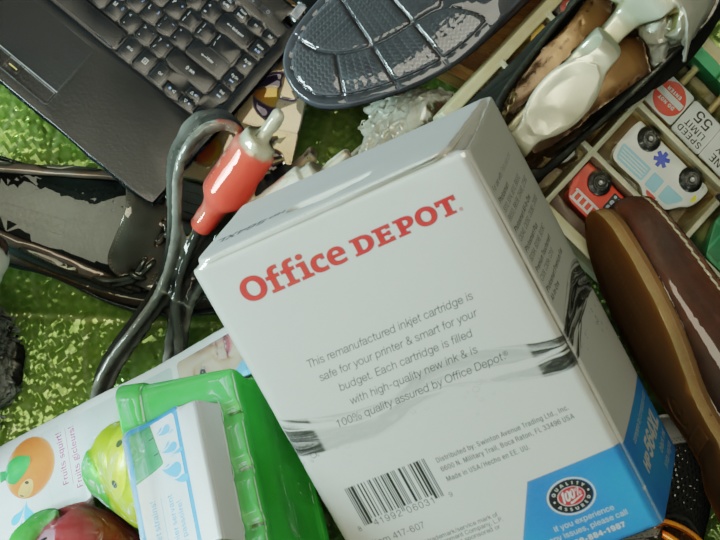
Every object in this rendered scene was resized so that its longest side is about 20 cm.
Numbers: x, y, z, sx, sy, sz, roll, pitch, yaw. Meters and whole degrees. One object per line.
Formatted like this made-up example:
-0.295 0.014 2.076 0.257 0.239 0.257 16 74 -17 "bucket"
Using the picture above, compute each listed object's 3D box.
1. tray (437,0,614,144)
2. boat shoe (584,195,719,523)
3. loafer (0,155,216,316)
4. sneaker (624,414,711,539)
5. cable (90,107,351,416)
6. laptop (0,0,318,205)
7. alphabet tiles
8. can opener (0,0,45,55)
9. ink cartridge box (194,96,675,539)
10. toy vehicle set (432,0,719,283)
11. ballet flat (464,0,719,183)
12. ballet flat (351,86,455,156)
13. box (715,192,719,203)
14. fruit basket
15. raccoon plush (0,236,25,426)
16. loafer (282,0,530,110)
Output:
0.057 -0.148 1.244 0.199 0.037 0.099 28 84 7 "tray"
0.177 0.050 1.141 0.070 0.070 0.201 -25 83 -11 "boat shoe"
-0.132 -0.020 1.223 0.198 0.063 0.072 10 84 6 "loafer"
0.134 0.166 1.151 0.078 0.077 0.201 28 74 -31 "sneaker"
-0.082 0.002 1.183 0.097 0.050 0.200 36 104 -19 "cable"
-0.108 -0.171 1.181 0.177 0.103 0.200 39 79 9 "laptop"
-0.064 -0.144 1.231 0.166 0.008 0.202 12 83 5 "alphabet tiles"
-0.226 -0.177 1.267 0.200 0.053 0.067 47 122 10 "can opener"
0.038 0.042 1.109 0.145 0.084 0.201 -22 105 21 "ink cartridge box"
0.149 -0.052 1.197 0.200 0.027 0.124 44 81 -5 "toy vehicle set"
0.124 -0.109 1.147 0.068 0.068 0.200 42 80 -7 "ballet flat"
0.000 0.000 1.219 0.071 0.072 0.201 21 81 7 "ballet flat"
0.295 -0.016 1.099 0.199 0.050 0.199 -36 57 11 "box"
-0.115 0.138 1.154 0.199 0.094 0.186 -23 60 18 "fruit basket"
-0.237 0.066 1.181 0.096 0.134 0.201 27 84 6 "raccoon plush"
0.054 -0.140 1.197 0.199 0.063 0.072 -36 74 4 "loafer"
